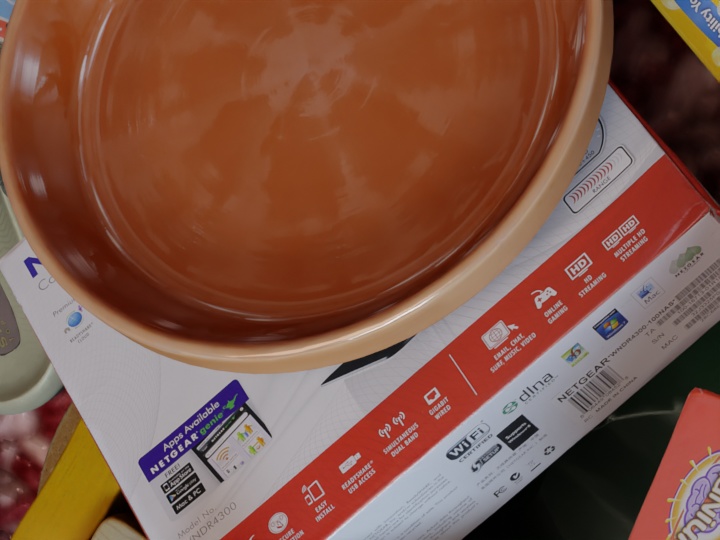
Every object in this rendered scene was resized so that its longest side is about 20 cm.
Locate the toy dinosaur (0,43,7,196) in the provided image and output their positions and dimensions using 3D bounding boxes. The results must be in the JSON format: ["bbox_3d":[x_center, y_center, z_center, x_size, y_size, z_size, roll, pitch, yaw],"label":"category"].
[{"bbox_3d":[-0.106,-0.071,1.015,0.102,0.077,0.201,-9,100,41],"label":"toy dinosaur"}]

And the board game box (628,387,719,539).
[{"bbox_3d":[0.127,0.138,0.795,0.040,0.200,0.153,18,82,42],"label":"board game box"}]

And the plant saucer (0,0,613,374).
[{"bbox_3d":[-0.018,-0.063,0.870,0.200,0.032,0.201,-8,67,19],"label":"plant saucer"}]

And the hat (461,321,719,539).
[{"bbox_3d":[0.099,0.090,0.956,0.199,0.176,0.166,-17,67,5],"label":"hat"}]

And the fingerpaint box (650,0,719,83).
[{"bbox_3d":[0.181,-0.105,0.843,0.167,0.073,0.200,-43,78,28],"label":"fingerpaint box"}]

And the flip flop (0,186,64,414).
[{"bbox_3d":[-0.174,-0.034,1.054,0.081,0.058,0.200,-31,84,29],"label":"flip flop"}]

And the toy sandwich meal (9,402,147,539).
[{"bbox_3d":[-0.054,0.118,1.011,0.205,0.070,0.206,6,102,27],"label":"toy sandwich meal"}]

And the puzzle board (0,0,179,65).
[{"bbox_3d":[-0.096,-0.147,0.958,0.200,0.017,0.151,23,75,21],"label":"puzzle board"}]

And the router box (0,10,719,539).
[{"bbox_3d":[0.000,0.000,0.896,0.200,0.049,0.180,-42,50,7],"label":"router box"}]
